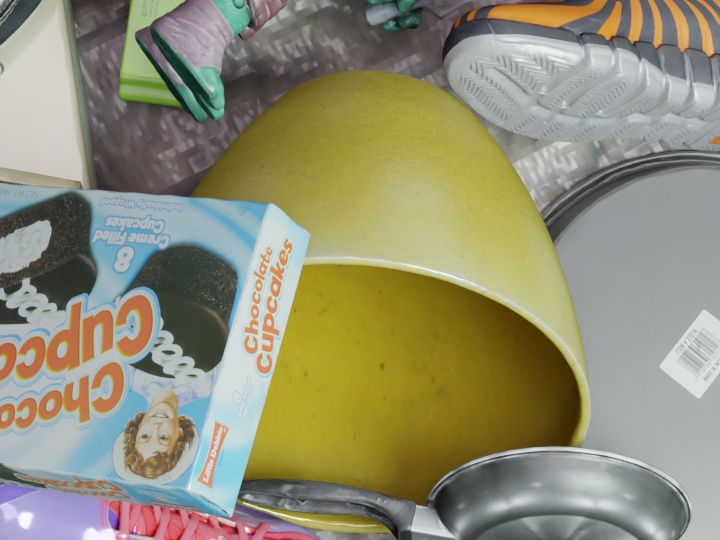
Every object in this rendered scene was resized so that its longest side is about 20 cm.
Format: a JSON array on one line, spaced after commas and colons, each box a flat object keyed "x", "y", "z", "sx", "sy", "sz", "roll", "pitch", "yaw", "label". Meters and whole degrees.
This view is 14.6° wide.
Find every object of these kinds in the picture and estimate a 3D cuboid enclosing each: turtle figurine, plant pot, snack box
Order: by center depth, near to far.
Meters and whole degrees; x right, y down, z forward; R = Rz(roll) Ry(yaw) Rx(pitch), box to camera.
[{"x": -0.123, "y": 0.026, "z": 1.102, "sx": 0.199, "sy": 0.037, "sz": 0.117, "roll": 4, "pitch": 71, "yaw": 32, "label": "snack box"}, {"x": -0.003, "y": -0.144, "z": 1.203, "sx": 0.200, "sy": 0.150, "sz": 0.101, "roll": -37, "pitch": 80, "yaw": -7, "label": "turtle figurine"}, {"x": 0.000, "y": 0.000, "z": 1.205, "sx": 0.199, "sy": 0.201, "sz": 0.143, "roll": 4, "pitch": 53, "yaw": 0, "label": "plant pot"}]

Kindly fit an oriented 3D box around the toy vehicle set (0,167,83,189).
[{"x": -0.194, "y": 0.050, "z": 1.176, "sx": 0.123, "sy": 0.027, "sz": 0.201, "roll": 8, "pitch": 75, "yaw": 2, "label": "toy vehicle set"}]

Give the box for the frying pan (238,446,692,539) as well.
[{"x": 0.050, "y": 0.100, "z": 1.189, "sx": 0.189, "sy": 0.115, "sz": 0.031, "roll": 14, "pitch": 56, "yaw": -17, "label": "frying pan"}]

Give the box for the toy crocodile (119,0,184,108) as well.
[{"x": -0.083, "y": -0.174, "z": 1.289, "sx": 0.067, "sy": 0.062, "sz": 0.201, "roll": 3, "pitch": 85, "yaw": -1, "label": "toy crocodile"}]

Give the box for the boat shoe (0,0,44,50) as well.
[{"x": -0.147, "y": -0.164, "z": 1.205, "sx": 0.072, "sy": 0.068, "sz": 0.200, "roll": 38, "pitch": 84, "yaw": 2, "label": "boat shoe"}]

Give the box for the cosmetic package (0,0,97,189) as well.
[{"x": -0.173, "y": -0.067, "z": 1.257, "sx": 0.103, "sy": 0.073, "sz": 0.201, "roll": -10, "pitch": 81, "yaw": -3, "label": "cosmetic package"}]

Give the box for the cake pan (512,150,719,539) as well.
[{"x": 0.154, "y": 0.041, "z": 1.262, "sx": 0.199, "sy": 0.037, "sz": 0.202, "roll": 0, "pitch": 80, "yaw": -1, "label": "cake pan"}]

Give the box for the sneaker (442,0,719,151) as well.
[{"x": 0.115, "y": -0.119, "z": 1.252, "sx": 0.199, "sy": 0.077, "sz": 0.113, "roll": 7, "pitch": 68, "yaw": -37, "label": "sneaker"}]

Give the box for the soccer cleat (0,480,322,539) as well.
[{"x": -0.073, "y": 0.116, "z": 1.172, "sx": 0.076, "sy": 0.200, "sz": 0.067, "roll": -4, "pitch": 69, "yaw": 40, "label": "soccer cleat"}]
